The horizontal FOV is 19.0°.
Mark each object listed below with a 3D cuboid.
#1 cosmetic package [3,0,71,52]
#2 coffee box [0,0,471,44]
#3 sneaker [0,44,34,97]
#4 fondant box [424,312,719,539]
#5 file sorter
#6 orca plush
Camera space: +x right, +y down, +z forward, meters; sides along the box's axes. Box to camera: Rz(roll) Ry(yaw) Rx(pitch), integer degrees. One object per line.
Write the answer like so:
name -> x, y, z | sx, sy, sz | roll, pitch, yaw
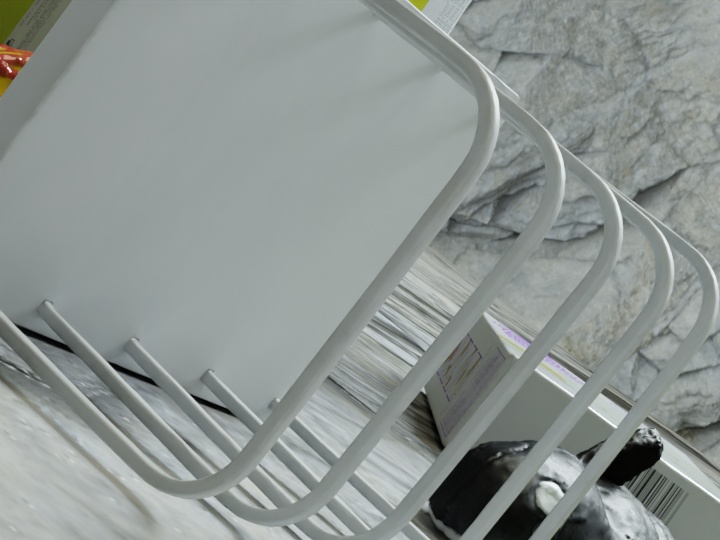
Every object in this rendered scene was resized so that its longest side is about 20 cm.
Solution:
cosmetic package -> -0.104, -0.069, 1.047 | 0.105, 0.071, 0.200 | 35, 4, -29
coffee box -> -0.094, -0.157, 1.251 | 0.198, 0.200, 0.200 | 33, 4, -31
sneaker -> -0.095, -0.020, 0.683 | 0.077, 0.073, 0.200 | 13, -10, 24
fondant box -> 0.110, 0.092, 1.090 | 0.144, 0.058, 0.200 | 36, 2, -4
file sorter -> 0.000, 0.000, 0.610 | 0.124, 0.139, 0.200 | 41, 5, 29
orca plush -> 0.106, 0.100, 0.825 | 0.200, 0.071, 0.105 | 34, 4, -32
